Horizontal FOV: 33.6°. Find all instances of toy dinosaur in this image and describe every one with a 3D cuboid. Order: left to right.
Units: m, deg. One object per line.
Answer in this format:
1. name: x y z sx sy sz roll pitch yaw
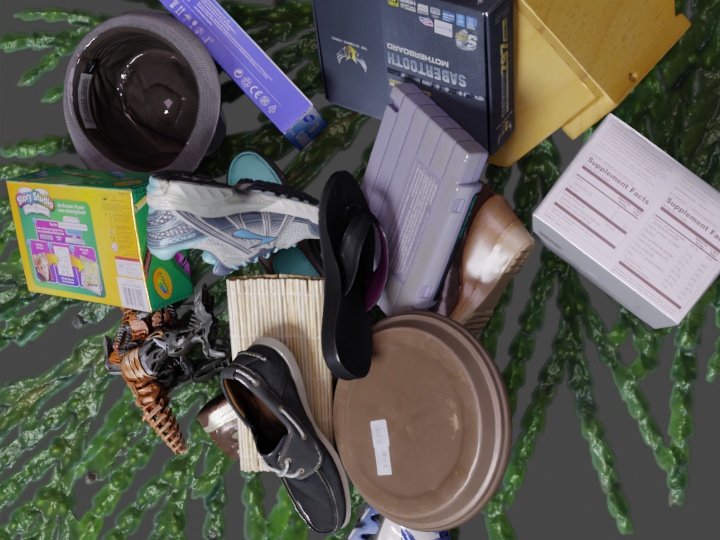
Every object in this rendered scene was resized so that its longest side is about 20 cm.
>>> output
1. toy dinosaur: -0.189 0.087 1.185 0.135 0.102 0.201 -21 76 7

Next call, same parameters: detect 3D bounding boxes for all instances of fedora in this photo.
1. fedora: -0.202 -0.164 1.201 0.199 0.090 0.178 30 102 23

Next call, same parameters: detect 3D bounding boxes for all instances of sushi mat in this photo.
1. sushi mat: -0.074 0.100 1.140 0.095 0.012 0.201 -1 106 5

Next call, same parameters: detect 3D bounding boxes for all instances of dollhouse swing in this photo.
1. dollhouse swing: 0.165 -0.232 1.153 0.200 0.176 0.182 46 67 -4

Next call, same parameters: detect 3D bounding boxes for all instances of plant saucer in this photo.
1. plant saucer: 0.047 0.137 1.079 0.199 0.029 0.201 0 90 40

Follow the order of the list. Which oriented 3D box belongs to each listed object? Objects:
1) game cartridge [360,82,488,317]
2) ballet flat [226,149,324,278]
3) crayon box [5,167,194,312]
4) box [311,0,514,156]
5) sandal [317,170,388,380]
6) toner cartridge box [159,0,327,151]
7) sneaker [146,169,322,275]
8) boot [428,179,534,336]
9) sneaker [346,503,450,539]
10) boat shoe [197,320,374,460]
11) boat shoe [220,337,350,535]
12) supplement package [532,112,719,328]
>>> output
1. game cartridge: 0.047 -0.056 1.119 0.130 0.038 0.201 46 131 35
2. ballet flat: -0.077 -0.024 1.195 0.068 0.068 0.201 -26 82 4
3. crayon box: -0.256 -0.034 1.163 0.199 0.058 0.119 7 111 39
4. box: 0.049 -0.208 1.123 0.199 0.158 0.051 24 52 28
5. sandal: 0.001 0.001 1.090 0.048 0.075 0.202 -16 64 31
6. toner cartridge box: -0.120 -0.213 1.202 0.043 0.095 0.200 -43 82 3
7. sneaker: -0.111 -0.040 1.116 0.199 0.078 0.087 7 104 -30
8. boot: 0.063 -0.010 1.187 0.166 0.072 0.200 43 106 25
9. sneaker: 0.060 0.246 1.159 0.115 0.081 0.200 31 96 4
10. boat shoe: -0.060 0.122 1.189 0.202 0.075 0.075 -30 96 11
11. boat shoe: -0.071 0.165 1.109 0.072 0.068 0.201 -13 107 35
12. supplement package: 0.248 -0.038 1.084 0.156 0.200 0.111 38 92 9
